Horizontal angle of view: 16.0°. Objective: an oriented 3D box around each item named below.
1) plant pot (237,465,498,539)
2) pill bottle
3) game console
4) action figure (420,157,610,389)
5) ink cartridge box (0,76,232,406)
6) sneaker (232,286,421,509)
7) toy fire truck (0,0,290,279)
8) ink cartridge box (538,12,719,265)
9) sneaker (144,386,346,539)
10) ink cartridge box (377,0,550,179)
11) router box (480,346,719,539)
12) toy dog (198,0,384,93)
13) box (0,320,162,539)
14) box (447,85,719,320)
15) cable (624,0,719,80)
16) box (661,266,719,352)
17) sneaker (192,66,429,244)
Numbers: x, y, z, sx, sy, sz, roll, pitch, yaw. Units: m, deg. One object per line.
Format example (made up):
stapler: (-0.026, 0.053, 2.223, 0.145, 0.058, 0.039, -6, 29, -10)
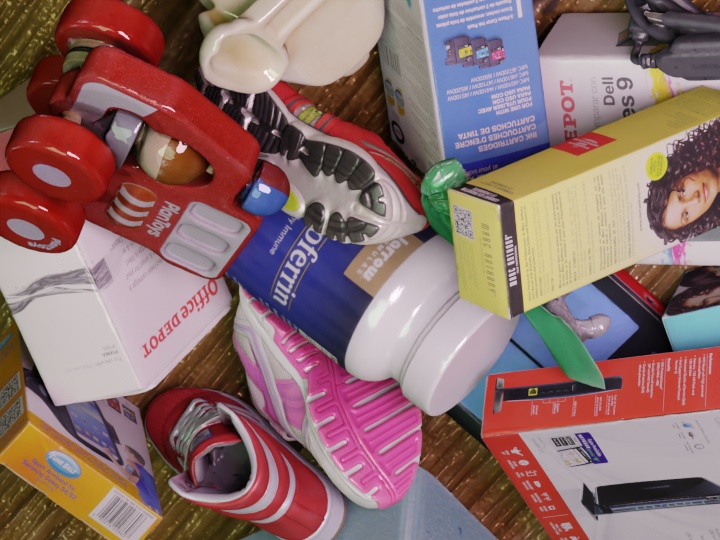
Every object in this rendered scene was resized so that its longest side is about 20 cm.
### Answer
plant pot: (0.011, 0.293, 1.764, 0.195, 0.200, 0.196, -26, 126, 28)
pill bottle: (0.000, 0.000, 1.687, 0.200, 0.116, 0.116, 37, 122, 18)
game console: (0.103, 0.039, 1.744, 0.200, 0.031, 0.177, 42, 120, -2)
action figure: (0.088, -0.013, 1.556, 0.055, 0.200, 0.118, -44, 52, 2)
ink cartridge box: (-0.183, -0.028, 1.743, 0.082, 0.147, 0.201, -12, 109, 30)
sneaker: (-0.025, 0.084, 1.761, 0.200, 0.081, 0.088, 61, 151, 27)
toy fire truck: (-0.130, -0.068, 1.573, 0.167, 0.113, 0.200, 24, 154, -10)
ink cartridge box: (0.217, -0.083, 1.615, 0.199, 0.088, 0.146, 3, 115, 20)
sneaker: (-0.106, 0.119, 1.770, 0.200, 0.112, 0.071, 29, 88, 43)
ink cartridge box: (0.061, -0.131, 1.611, 0.076, 0.136, 0.201, -12, 113, -11)
router box: (0.196, 0.129, 1.687, 0.179, 0.049, 0.200, -8, 143, 23)
toy dog: (-0.071, -0.219, 1.607, 0.140, 0.194, 0.200, -47, 63, 14)
box: (-0.202, 0.108, 1.792, 0.119, 0.200, 0.041, 38, 103, -22)
box: (0.146, -0.042, 1.500, 0.050, 0.199, 0.076, 26, 131, 50)
cable: (0.253, -0.189, 1.528, 0.199, 0.164, 0.051, -2, 157, 27)
box: (0.298, 0.013, 1.634, 0.199, 0.082, 0.049, -14, 108, 24)
sneaker: (-0.032, -0.072, 1.628, 0.200, 0.085, 0.077, 39, 115, 33)
